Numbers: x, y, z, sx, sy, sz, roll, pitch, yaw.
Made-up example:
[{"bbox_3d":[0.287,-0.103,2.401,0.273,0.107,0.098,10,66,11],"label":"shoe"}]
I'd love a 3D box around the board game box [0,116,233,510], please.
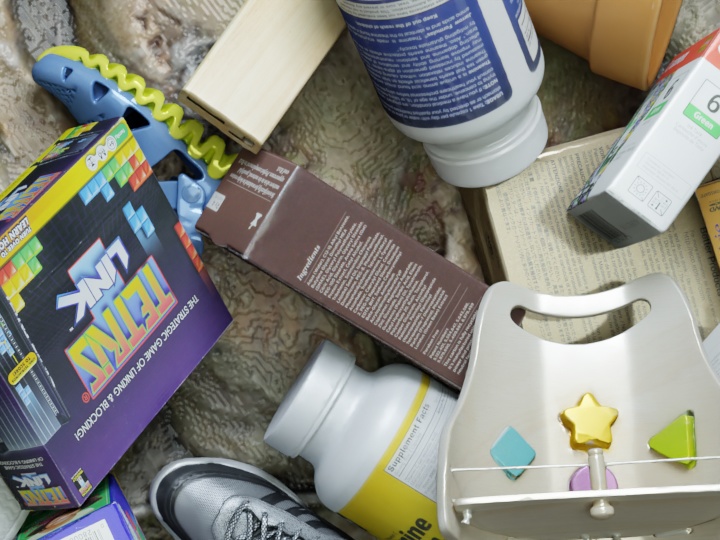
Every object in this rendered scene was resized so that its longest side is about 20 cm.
[{"bbox_3d":[-0.180,0.025,1.214,0.165,0.057,0.200,62,40,-23],"label":"board game box"}]

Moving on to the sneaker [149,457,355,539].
[{"bbox_3d":[-0.048,0.187,1.283,0.200,0.114,0.076,31,84,-5],"label":"sneaker"}]

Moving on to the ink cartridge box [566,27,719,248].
[{"bbox_3d":[0.220,-0.110,1.261,0.050,0.109,0.200,36,82,-3],"label":"ink cartridge box"}]

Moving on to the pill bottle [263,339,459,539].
[{"bbox_3d":[0.040,0.133,1.298,0.200,0.112,0.112,32,84,-4],"label":"pill bottle"}]

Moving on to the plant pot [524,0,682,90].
[{"bbox_3d":[0.155,-0.235,1.302,0.140,0.200,0.200,17,85,11],"label":"plant pot"}]

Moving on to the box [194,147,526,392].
[{"bbox_3d":[0.000,0.000,1.273,0.200,0.100,0.075,30,89,-27],"label":"box"}]

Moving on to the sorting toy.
[{"bbox_3d":[0.146,0.086,1.222,0.200,0.107,0.180,-3,67,3],"label":"sorting toy"}]

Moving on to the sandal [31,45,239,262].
[{"bbox_3d":[-0.145,-0.074,1.305,0.200,0.079,0.087,39,87,-2],"label":"sandal"}]

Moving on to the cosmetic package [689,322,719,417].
[{"bbox_3d":[0.214,0.130,1.280,0.051,0.083,0.200,10,130,-37],"label":"cosmetic package"}]

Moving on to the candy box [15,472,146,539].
[{"bbox_3d":[-0.153,0.226,1.224,0.077,0.200,0.169,-25,93,-9],"label":"candy box"}]

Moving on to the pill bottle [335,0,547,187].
[{"bbox_3d":[0.053,-0.153,1.243,0.111,0.111,0.200,-32,129,-7],"label":"pill bottle"}]

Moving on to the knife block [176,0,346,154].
[{"bbox_3d":[-0.032,-0.185,1.278,0.064,0.200,0.176,34,113,-3],"label":"knife block"}]

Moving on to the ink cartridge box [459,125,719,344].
[{"bbox_3d":[0.174,0.006,1.339,0.165,0.075,0.200,-14,88,-9],"label":"ink cartridge box"}]

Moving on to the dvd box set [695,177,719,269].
[{"bbox_3d":[0.308,0.019,1.335,0.146,0.029,0.200,-18,91,-46],"label":"dvd box set"}]

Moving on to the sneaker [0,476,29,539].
[{"bbox_3d":[-0.252,0.097,1.260,0.074,0.118,0.201,12,76,-23],"label":"sneaker"}]
